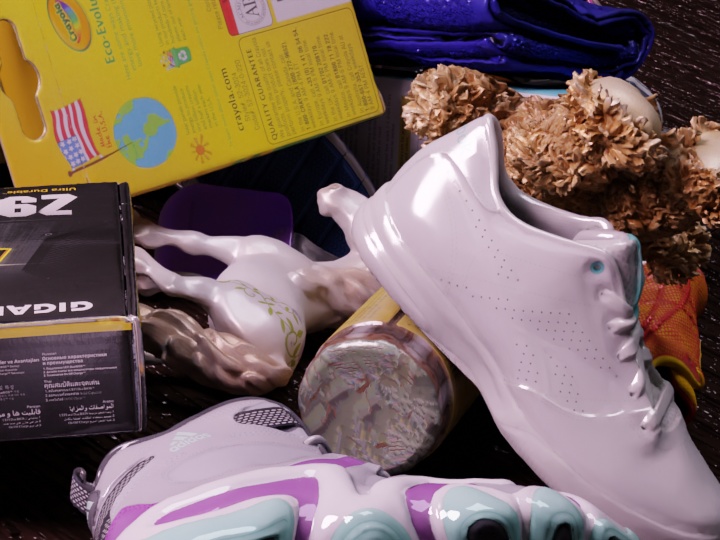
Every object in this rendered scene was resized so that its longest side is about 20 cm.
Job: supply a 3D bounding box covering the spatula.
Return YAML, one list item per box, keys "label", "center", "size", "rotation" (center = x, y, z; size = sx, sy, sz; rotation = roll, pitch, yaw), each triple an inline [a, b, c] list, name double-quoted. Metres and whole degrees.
- label: "spatula"
  center: [0.000, 0.000, 1.253]
  size: [0.199, 0.021, 0.057]
  rotation: [14, 58, -18]

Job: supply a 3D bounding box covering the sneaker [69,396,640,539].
- label: "sneaker"
  center: [-0.006, 0.084, 0.934]
  size: [0.199, 0.078, 0.140]
  rotation: [6, 21, -23]

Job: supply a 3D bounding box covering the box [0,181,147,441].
- label: "box"
  center: [-0.181, 0.016, 0.982]
  size: [0.199, 0.050, 0.160]
  rotation: [-3, 18, -5]

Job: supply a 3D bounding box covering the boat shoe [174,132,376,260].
- label: "boat shoe"
  center: [-0.069, -0.068, 1.298]
  size: [0.200, 0.072, 0.072]
  rotation: [39, 0, 3]

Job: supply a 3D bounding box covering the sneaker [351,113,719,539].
- label: "sneaker"
  center: [0.090, 0.026, 1.050]
  size: [0.200, 0.088, 0.075]
  rotation: [47, 22, -2]

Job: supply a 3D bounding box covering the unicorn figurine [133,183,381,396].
- label: "unicorn figurine"
  center: [-0.049, 0.006, 1.158]
  size: [0.137, 0.074, 0.200]
  rotation: [13, 36, 2]

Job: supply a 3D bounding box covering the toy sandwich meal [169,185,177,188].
- label: "toy sandwich meal"
  center: [-0.097, -0.102, 1.414]
  size: [0.204, 0.071, 0.205]
  rotation: [12, 19, -4]

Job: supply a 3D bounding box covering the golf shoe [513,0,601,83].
- label: "golf shoe"
  center: [0.057, -0.163, 1.426]
  size: [0.200, 0.073, 0.092]
  rotation: [47, 3, 11]

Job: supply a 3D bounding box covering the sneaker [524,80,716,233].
- label: "sneaker"
  center: [0.117, -0.055, 1.371]
  size: [0.199, 0.074, 0.087]
  rotation: [9, -17, -18]

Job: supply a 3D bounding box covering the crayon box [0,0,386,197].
- label: "crayon box"
  center: [-0.094, -0.103, 1.183]
  size: [0.199, 0.128, 0.051]
  rotation: [-19, 5, -36]

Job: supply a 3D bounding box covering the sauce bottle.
- label: "sauce bottle"
  center: [0.031, 0.031, 1.134]
  size: [0.064, 0.065, 0.200]
  rotation: [18, 19, 13]

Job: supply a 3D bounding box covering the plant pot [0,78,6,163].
- label: "plant pot"
  center: [-0.242, -0.129, 1.255]
  size: [0.141, 0.201, 0.200]
  rotation: [-20, 31, -19]

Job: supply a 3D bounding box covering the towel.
- label: "towel"
  center: [0.027, -0.119, 1.303]
  size: [0.199, 0.050, 0.147]
  rotation: [8, 0, 38]

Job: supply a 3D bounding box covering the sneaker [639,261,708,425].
- label: "sneaker"
  center: [0.123, 0.042, 1.194]
  size: [0.077, 0.073, 0.200]
  rotation: [45, 24, 7]

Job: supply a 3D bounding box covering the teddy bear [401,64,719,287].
- label: "teddy bear"
  center: [0.087, -0.038, 1.113]
  size: [0.145, 0.067, 0.199]
  rotation: [27, -13, -40]

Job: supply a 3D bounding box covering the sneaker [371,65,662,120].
- label: "sneaker"
  center: [0.095, -0.076, 1.471]
  size: [0.199, 0.079, 0.079]
  rotation: [5, 27, -31]

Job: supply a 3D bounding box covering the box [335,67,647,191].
- label: "box"
  center: [0.048, -0.053, 1.286]
  size: [0.199, 0.083, 0.049]
  rotation: [11, 10, 43]
